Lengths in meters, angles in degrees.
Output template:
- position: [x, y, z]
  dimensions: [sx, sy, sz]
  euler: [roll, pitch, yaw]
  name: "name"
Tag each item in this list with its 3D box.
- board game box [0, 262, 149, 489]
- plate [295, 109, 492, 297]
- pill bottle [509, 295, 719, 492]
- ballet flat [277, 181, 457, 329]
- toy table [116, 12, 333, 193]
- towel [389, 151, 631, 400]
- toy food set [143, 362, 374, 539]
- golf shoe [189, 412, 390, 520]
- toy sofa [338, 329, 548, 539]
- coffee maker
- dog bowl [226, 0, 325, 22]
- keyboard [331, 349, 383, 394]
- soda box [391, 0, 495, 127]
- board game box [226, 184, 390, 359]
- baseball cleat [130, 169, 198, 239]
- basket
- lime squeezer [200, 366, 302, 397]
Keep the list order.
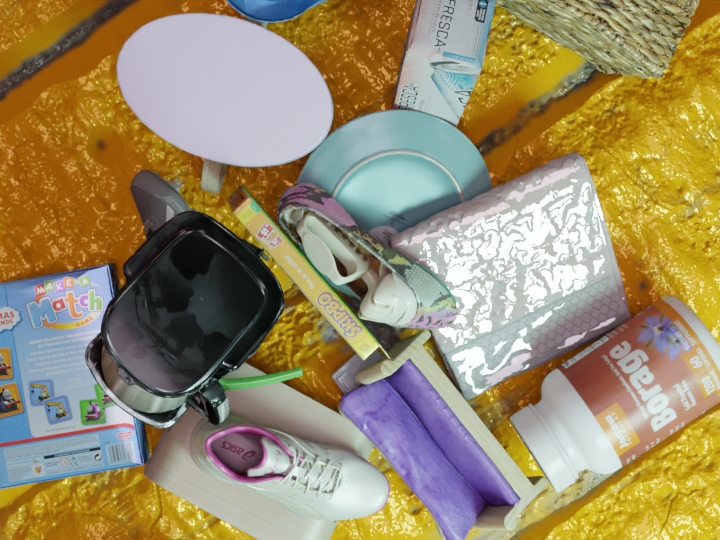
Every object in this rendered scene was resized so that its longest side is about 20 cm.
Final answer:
- position: [-0.302, 0.104, 1.081]
  dimensions: [0.149, 0.037, 0.203]
  euler: [-9, 94, 2]
  name: "board game box"
- position: [0.033, -0.054, 1.040]
  dimensions: [0.197, 0.026, 0.202]
  euler: [-3, 116, -7]
  name: "plate"
- position: [0.248, 0.123, 1.043]
  dimensions: [0.199, 0.112, 0.113]
  euler: [-34, 93, 1]
  name: "pill bottle"
- position: [0.000, 0.000, 0.993]
  dimensions: [0.199, 0.071, 0.069]
  euler: [40, 126, -4]
  name: "ballet flat"
- position: [-0.122, -0.164, 1.026]
  dimensions: [0.198, 0.117, 0.185]
  euler: [28, 93, -1]
  name: "toy table"
- position: [0.151, 0.009, 1.049]
  dimensions: [0.198, 0.032, 0.193]
  euler: [-24, 112, 1]
  name: "towel"
- position: [-0.098, 0.184, 1.082]
  dimensions: [0.198, 0.060, 0.145]
  euler: [28, 81, -3]
  name: "toy food set"
- position: [-0.065, 0.188, 1.009]
  dimensions: [0.198, 0.092, 0.076]
  euler: [16, 81, -6]
  name: "golf shoe"
- position: [0.077, 0.165, 1.047]
  dimensions: [0.097, 0.083, 0.201]
  euler: [-40, 93, -23]
  name: "toy sofa"
- position: [-0.143, 0.025, 0.905]
  dimensions: [0.133, 0.200, 0.194]
  euler: [20, 72, -12]
  name: "coffee maker"
- position: [-0.040, -0.298, 0.987]
  dimensions: [0.198, 0.050, 0.113]
  euler: [-23, 96, -3]
  name: "dog bowl"
- position: [0.052, 0.167, 1.090]
  dimensions: [0.056, 0.011, 0.201]
  euler: [-39, 93, -27]
  name: "keyboard"
- position: [0.070, -0.184, 0.981]
  dimensions: [0.068, 0.200, 0.064]
  euler: [12, 81, 0]
  name: "soda box"
- position: [-0.049, 0.006, 1.011]
  dimensions: [0.030, 0.096, 0.200]
  euler: [-43, 105, 0]
  name: "board game box"
- position: [-0.182, -0.003, 1.035]
  dimensions: [0.106, 0.070, 0.201]
  euler: [-33, 78, -27]
  name: "baseball cleat"
- position: [0.216, -0.285, 0.984]
  dimensions: [0.198, 0.143, 0.150]
  euler: [27, 94, -19]
  name: "basket"
- position: [-0.157, 0.095, 1.051]
  dimensions: [0.198, 0.071, 0.038]
  euler: [18, 137, 17]
  name: "lime squeezer"
